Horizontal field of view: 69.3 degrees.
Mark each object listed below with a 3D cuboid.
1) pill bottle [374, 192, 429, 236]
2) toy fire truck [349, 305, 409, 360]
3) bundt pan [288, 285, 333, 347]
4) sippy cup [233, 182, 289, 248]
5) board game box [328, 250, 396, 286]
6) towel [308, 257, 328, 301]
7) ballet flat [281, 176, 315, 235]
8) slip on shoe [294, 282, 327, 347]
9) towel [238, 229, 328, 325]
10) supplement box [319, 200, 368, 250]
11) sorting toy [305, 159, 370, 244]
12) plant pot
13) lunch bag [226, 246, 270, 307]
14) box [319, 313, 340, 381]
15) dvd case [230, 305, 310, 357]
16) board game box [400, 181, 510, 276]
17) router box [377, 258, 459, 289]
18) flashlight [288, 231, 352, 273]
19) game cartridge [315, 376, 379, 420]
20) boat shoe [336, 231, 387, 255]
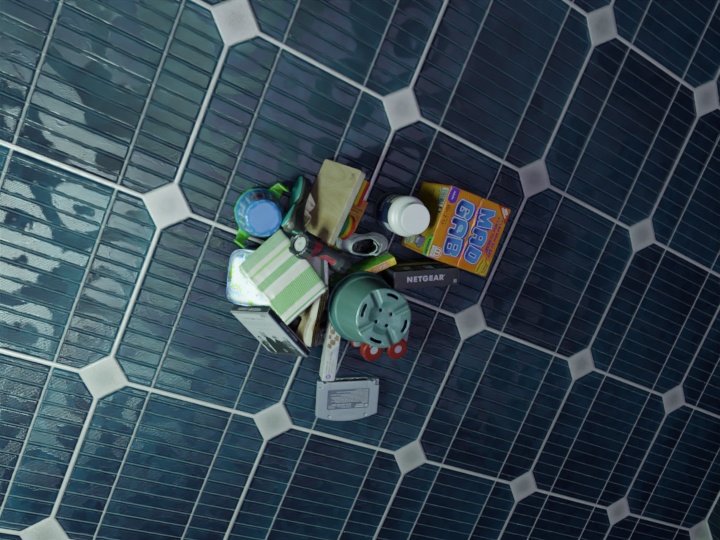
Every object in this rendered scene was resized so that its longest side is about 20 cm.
[{"bbox_3d":[0.118,-0.156,1.455,0.110,0.200,0.112,-4,104,-16],"label":"pill bottle"},{"bbox_3d":[0.061,0.164,1.544,0.198,0.112,0.169,0,109,-26],"label":"toy fire truck"},{"bbox_3d":[-0.119,0.134,1.519,0.200,0.076,0.204,-4,104,-15],"label":"bundt pan"},{"bbox_3d":[-0.262,-0.146,1.381,0.138,0.130,0.180,1,103,-16],"label":"sippy cup"},{"bbox_3d":[0.000,0.000,1.505,0.199,0.096,0.030,-22,107,-6],"label":"board game box"},{"bbox_3d":[-0.184,0.009,1.453,0.198,0.031,0.151,2,97,12],"label":"towel"},{"bbox_3d":[-0.162,-0.166,1.395,0.068,0.201,0.068,33,135,-25],"label":"ballet flat"},{"bbox_3d":[-0.137,0.116,1.417,0.060,0.076,0.201,21,123,10],"label":"slip on shoe"},{"bbox_3d":[-0.199,0.018,1.343,0.152,0.023,0.200,-41,87,-4],"label":"towel"},{"bbox_3d":[-0.056,-0.119,1.478,0.066,0.069,0.201,21,98,-34],"label":"supplement box"},{"bbox_3d":[-0.065,-0.180,1.404,0.069,0.200,0.200,21,97,-37],"label":"sorting toy"},{"bbox_3d":[0.032,0.109,1.371,0.198,0.196,0.202,-2,95,-18],"label":"plant pot"},{"bbox_3d":[-0.257,0.021,1.413,0.198,0.082,0.162,9,100,11],"label":"lunch bag"},{"bbox_3d":[-0.084,0.218,1.489,0.038,0.041,0.202,3,106,-18],"label":"box"},{"bbox_3d":[-0.246,0.169,1.433,0.200,0.149,0.025,56,48,-36],"label":"dvd case"},{"bbox_3d":[0.268,-0.124,1.506,0.198,0.200,0.202,17,97,-20],"label":"board game box"},{"bbox_3d":[0.166,0.006,1.530,0.198,0.157,0.053,-4,103,-15],"label":"router box"},{"bbox_3d":[-0.101,-0.038,1.354,0.200,0.067,0.069,30,63,-54],"label":"flashlight"},{"bbox_3d":[-0.042,0.401,1.626,0.198,0.041,0.134,1,99,-17],"label":"game cartridge"},{"bbox_3d":[0.021,-0.068,1.476,0.200,0.071,0.071,1,114,-48],"label":"boat shoe"}]
